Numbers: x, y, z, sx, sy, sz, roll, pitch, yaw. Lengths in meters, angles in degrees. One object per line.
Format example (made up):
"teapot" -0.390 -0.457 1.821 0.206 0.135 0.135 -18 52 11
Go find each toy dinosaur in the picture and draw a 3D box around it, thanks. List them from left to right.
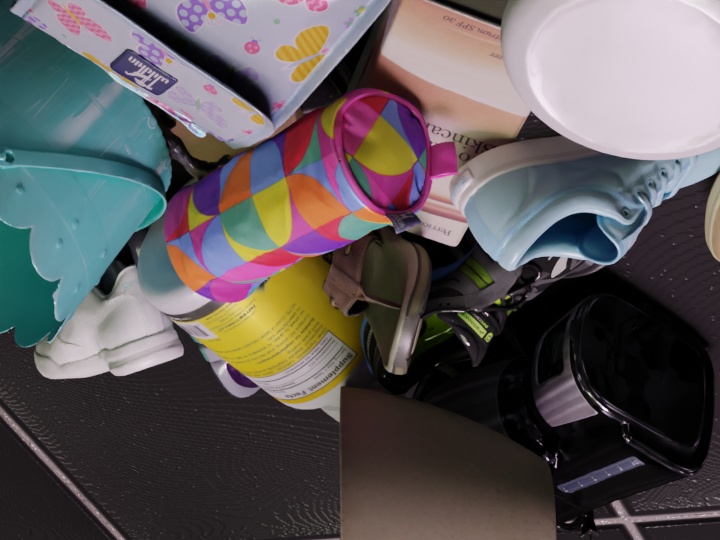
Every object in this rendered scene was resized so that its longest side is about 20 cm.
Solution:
"toy dinosaur" -0.124 -0.101 1.283 0.087 0.048 0.201 26 146 13

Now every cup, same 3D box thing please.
"cup" 0.056 0.178 1.318 0.141 0.202 0.201 0 142 0

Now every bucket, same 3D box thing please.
"bucket" -0.228 -0.065 1.275 0.206 0.135 0.208 31 152 19

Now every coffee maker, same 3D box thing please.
"coffee maker" 0.162 0.112 1.442 0.191 0.136 0.199 9 154 -39

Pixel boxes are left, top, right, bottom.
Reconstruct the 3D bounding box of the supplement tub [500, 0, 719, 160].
"supplement tub" 0.152 -0.170 1.001 0.139 0.201 0.141 10 143 7

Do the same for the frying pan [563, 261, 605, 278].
"frying pan" 0.106 -0.018 1.360 0.115 0.031 0.189 36 136 -24

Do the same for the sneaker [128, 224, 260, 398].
"sneaker" -0.098 0.009 1.449 0.087 0.075 0.200 -23 136 11

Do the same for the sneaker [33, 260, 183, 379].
"sneaker" -0.197 0.032 1.504 0.199 0.075 0.089 -10 98 57

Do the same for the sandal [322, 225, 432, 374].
"sandal" 0.000 0.000 1.282 0.057 0.201 0.081 4 118 -19

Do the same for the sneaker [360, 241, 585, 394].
"sneaker" 0.086 0.018 1.299 0.199 0.083 0.071 -36 123 20

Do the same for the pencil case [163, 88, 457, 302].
"pencil case" -0.036 -0.042 1.193 0.088 0.089 0.199 37 145 -26

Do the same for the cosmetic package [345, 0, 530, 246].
"cosmetic package" 0.051 -0.117 1.201 0.102 0.088 0.201 18 143 -4

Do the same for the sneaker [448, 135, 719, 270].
"sneaker" 0.153 -0.041 1.199 0.198 0.083 0.074 -15 155 -20

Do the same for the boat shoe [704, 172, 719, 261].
"boat shoe" 0.269 -0.054 1.203 0.073 0.063 0.201 -9 147 -21

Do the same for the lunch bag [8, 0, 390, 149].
"lunch bag" -0.087 -0.168 1.130 0.169 0.128 0.200 35 129 -17

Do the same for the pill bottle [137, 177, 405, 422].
"pill bottle" -0.051 0.025 1.376 0.112 0.113 0.200 -18 136 37

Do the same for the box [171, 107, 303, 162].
"box" -0.122 -0.144 1.283 0.162 0.021 0.201 7 143 10
